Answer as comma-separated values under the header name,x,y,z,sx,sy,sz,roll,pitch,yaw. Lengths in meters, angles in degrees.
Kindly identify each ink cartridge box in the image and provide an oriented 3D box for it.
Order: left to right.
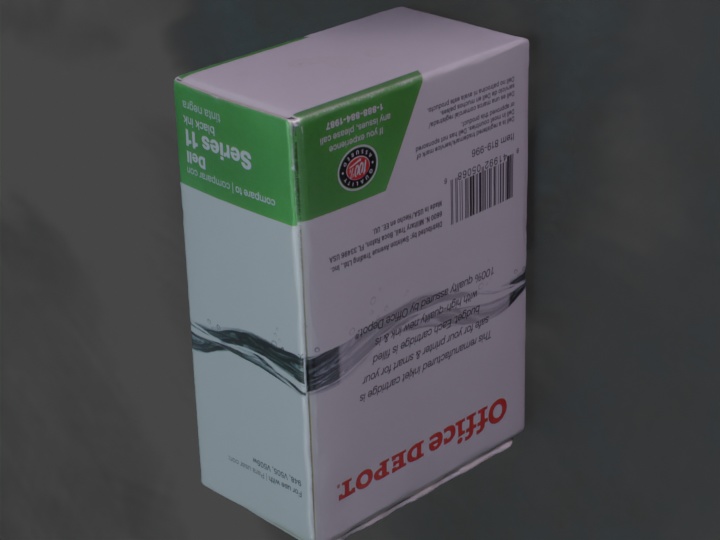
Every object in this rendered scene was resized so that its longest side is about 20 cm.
name,x,y,z,sx,sy,sz,roll,pitch,yaw
ink cartridge box,0.000,0.000,0.893,0.083,0.146,0.201,21,122,41
